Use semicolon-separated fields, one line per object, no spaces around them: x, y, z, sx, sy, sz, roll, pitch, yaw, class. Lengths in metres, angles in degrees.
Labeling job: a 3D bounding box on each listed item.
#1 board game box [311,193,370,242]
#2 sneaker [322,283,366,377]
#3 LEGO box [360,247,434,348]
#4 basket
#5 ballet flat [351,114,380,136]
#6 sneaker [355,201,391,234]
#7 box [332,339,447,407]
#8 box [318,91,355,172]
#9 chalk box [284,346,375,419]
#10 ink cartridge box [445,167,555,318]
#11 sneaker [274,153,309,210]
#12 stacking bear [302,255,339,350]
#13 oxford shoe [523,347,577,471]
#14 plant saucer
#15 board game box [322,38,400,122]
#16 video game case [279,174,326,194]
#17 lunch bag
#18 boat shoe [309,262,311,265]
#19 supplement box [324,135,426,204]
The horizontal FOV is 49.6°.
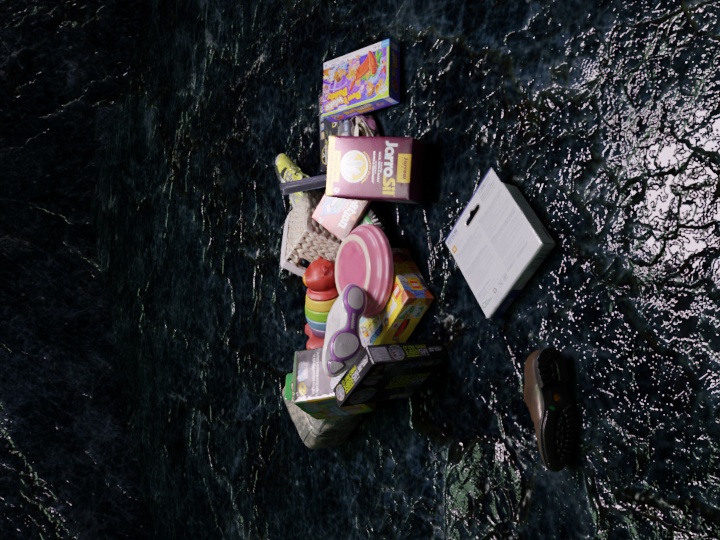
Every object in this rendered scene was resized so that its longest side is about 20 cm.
-0.022;-0.176;1.760;0.102;0.019;0.202;36;105;17;board game box
-0.038;0.133;1.620;0.100;0.074;0.204;-41;28;57;sneaker
0.062;0.073;1.718;0.202;0.076;0.151;-60;42;36;LEGO box
-0.106;-0.087;1.883;0.124;0.133;0.202;-56;22;32;basket
0.025;-0.282;1.792;0.070;0.070;0.203;-58;44;44;ballet flat
-0.009;-0.136;1.812;0.085;0.077;0.202;-44;49;16;sneaker
0.062;0.211;1.604;0.161;0.196;0.045;-55;49;39;box
-0.048;-0.357;1.924;0.160;0.048;0.206;-10;80;59;box
-0.076;0.252;1.745;0.196;0.124;0.127;-12;59;22;chalk box
0.255;-0.051;1.457;0.198;0.042;0.202;-60;40;39;ink cartridge box
-0.167;-0.241;2.098;0.077;0.074;0.203;-46;62;36;sneaker
-0.085;0.069;1.811;0.122;0.111;0.204;-104;7;-62;stacking bear
0.320;0.238;1.335;0.084;0.071;0.206;151;119;-69;oxford shoe
0.000;0.000;1.701;0.199;0.050;0.206;-5;85;59;plant saucer
0.000;-0.433;1.792;0.197;0.044;0.138;-9;75;38;board game box
-0.125;-0.212;1.897;0.200;0.139;0.019;-134;32;-78;video game case
-0.082;0.305;1.879;0.202;0.137;0.169;61;137;36;lunch bag
-0.074;0.062;1.939;0.072;0.066;0.204;-44;58;46;boat shoe
0.033;-0.216;1.669;0.195;0.103;0.135;4;93;22;supplement box
